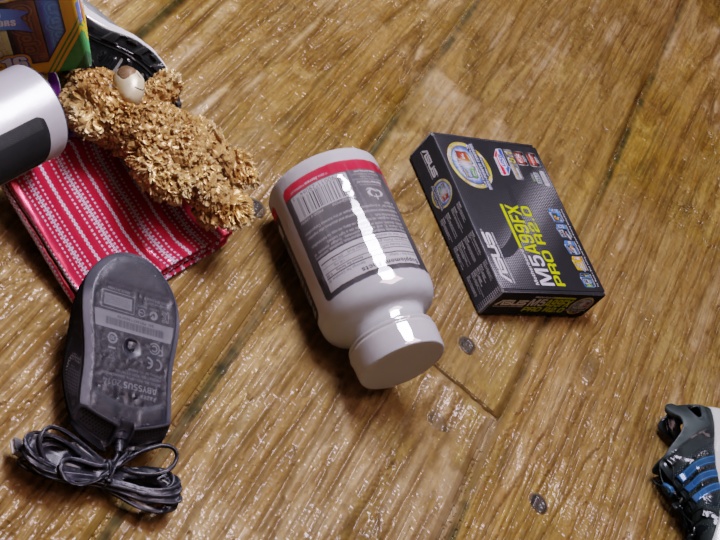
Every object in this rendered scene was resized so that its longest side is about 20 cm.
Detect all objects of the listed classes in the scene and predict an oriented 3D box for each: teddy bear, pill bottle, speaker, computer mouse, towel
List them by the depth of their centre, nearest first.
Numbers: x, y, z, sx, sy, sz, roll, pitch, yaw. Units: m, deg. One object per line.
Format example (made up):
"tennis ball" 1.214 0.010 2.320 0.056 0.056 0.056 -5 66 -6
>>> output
"speaker" -0.321 -0.082 1.193 0.200 0.081 0.081 -34 81 -39
"computer mouse" -0.195 0.083 1.220 0.138 0.053 0.202 22 58 -30
"towel" -0.201 -0.054 1.338 0.145 0.022 0.200 58 38 -3
"teddy bear" -0.160 -0.111 1.347 0.200 0.067 0.145 46 40 -14
"pill bottle" 0.000 0.000 1.424 0.110 0.111 0.201 0 56 -42

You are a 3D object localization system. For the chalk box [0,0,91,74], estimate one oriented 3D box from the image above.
"chalk box" -0.289 -0.257 1.247 0.123 0.200 0.126 -8 64 -7

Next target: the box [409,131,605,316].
"box" 0.154 -0.047 1.663 0.159 0.044 0.201 4 53 -41

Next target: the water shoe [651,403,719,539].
"water shoe" 0.327 0.220 1.579 0.078 0.072 0.201 10 44 2

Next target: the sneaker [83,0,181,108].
"sneaker" -0.239 -0.202 1.421 0.200 0.074 0.079 41 10 -16

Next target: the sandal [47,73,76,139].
"sandal" -0.291 -0.163 1.352 0.202 0.050 0.083 43 38 -5
